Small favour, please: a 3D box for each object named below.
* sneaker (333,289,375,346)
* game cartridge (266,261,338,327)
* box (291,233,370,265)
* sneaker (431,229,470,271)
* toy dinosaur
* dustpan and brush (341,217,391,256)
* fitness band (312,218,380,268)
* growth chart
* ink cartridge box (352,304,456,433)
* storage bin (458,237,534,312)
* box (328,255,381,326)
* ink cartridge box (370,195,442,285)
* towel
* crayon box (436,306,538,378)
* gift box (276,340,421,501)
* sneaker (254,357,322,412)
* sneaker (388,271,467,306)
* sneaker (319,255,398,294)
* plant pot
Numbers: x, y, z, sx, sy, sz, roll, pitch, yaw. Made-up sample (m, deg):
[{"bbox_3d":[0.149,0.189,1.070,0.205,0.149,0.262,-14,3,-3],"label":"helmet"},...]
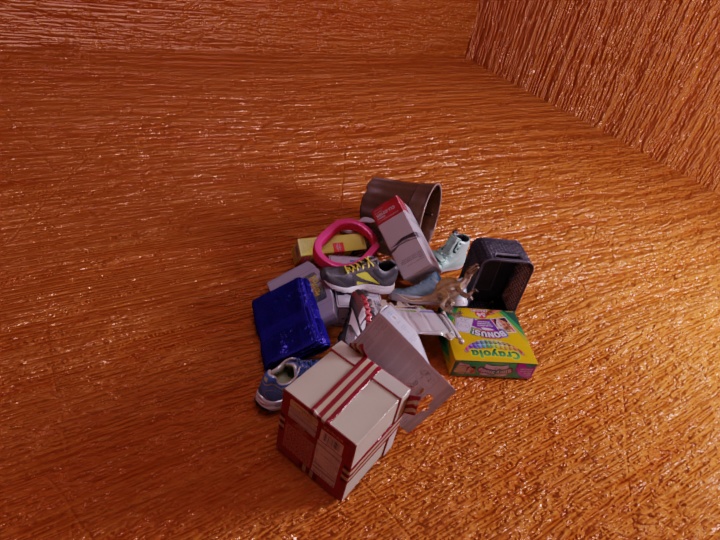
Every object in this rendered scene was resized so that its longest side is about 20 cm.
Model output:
[{"bbox_3d":[-0.013,0.133,1.155,0.096,0.071,0.203,-3,63,-7],"label":"sneaker"},{"bbox_3d":[-0.131,0.064,1.231,0.132,0.041,0.201,-25,45,-8],"label":"game cartridge"},{"bbox_3d":[-0.078,-0.056,1.413,0.198,0.075,0.051,-6,72,-26],"label":"box"},{"bbox_3d":[0.216,-0.049,1.466,0.199,0.119,0.074,-16,46,-32],"label":"sneaker"},{"bbox_3d":[0.198,0.059,1.239,0.198,0.058,0.102,-25,48,1],"label":"toy dinosaur"},{"bbox_3d":[0.006,-0.103,1.500,0.057,0.140,0.200,-44,39,-9],"label":"dustpan and brush"},{"bbox_3d":[-0.034,-0.061,1.347,0.143,0.038,0.200,32,45,12],"label":"fitness band"},{"bbox_3d":[0.121,0.111,1.192,0.197,0.018,0.145,7,25,-12],"label":"growth chart"},{"bbox_3d":[0.072,0.190,1.025,0.200,0.160,0.047,45,34,9],"label":"ink cartridge box"},{"bbox_3d":[0.324,0.029,1.322,0.133,0.202,0.094,5,36,-11],"label":"storage bin"},{"bbox_3d":[-0.018,0.048,1.312,0.115,0.061,0.201,4,37,-12],"label":"box"},{"bbox_3d":[0.120,-0.071,1.367,0.202,0.083,0.144,64,13,16],"label":"ink cartridge box"},{"bbox_3d":[-0.156,0.109,1.141,0.146,0.050,0.201,-23,46,-1],"label":"towel"},{"bbox_3d":[0.288,0.166,1.248,0.197,0.059,0.174,4,37,-10],"label":"crayon box"},{"bbox_3d":[-0.018,0.247,0.934,0.184,0.202,0.186,34,39,20],"label":"gift box"},{"bbox_3d":[-0.112,0.209,1.049,0.199,0.078,0.075,-17,43,-43],"label":"sneaker"},{"bbox_3d":[0.167,0.043,1.318,0.197,0.083,0.074,2,-2,17],"label":"sneaker"},{"bbox_3d":[0.000,0.000,1.245,0.198,0.085,0.075,4,35,-29],"label":"sneaker"},{"bbox_3d":[0.114,-0.178,1.560,0.196,0.202,0.200,17,35,19],"label":"plant pot"}]
